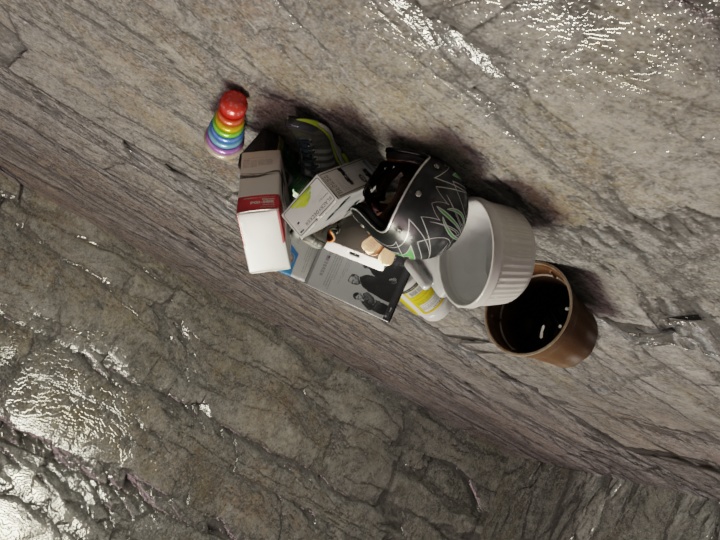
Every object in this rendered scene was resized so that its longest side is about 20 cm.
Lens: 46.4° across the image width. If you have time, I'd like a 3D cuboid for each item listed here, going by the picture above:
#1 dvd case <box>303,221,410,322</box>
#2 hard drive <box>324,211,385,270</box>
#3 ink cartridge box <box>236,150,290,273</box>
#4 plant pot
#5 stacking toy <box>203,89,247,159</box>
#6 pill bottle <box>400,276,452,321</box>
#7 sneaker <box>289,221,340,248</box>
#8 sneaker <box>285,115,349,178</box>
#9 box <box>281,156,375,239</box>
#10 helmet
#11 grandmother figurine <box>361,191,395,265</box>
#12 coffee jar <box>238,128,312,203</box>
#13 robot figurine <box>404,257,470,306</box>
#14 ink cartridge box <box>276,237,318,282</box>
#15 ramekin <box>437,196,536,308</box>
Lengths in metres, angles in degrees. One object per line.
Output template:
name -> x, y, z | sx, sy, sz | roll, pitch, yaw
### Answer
dvd case -> 0.000, 0.000, 1.752 | 0.198, 0.152, 0.025 | 24, 177, 12
hard drive -> 0.024, -0.079, 1.733 | 0.131, 0.200, 0.026 | 21, 127, 12
ink cartridge box -> -0.182, -0.116, 1.615 | 0.082, 0.201, 0.148 | -6, 131, 1
plant pot -> 0.395, 0.110, 1.775 | 0.199, 0.202, 0.198 | 10, 166, 42
stacking toy -> -0.257, -0.294, 1.662 | 0.085, 0.086, 0.200 | 27, 159, -9
pill bottle -> 0.142, 0.041, 2.058 | 0.113, 0.115, 0.200 | 12, 160, 39
sneaker -> -0.073, -0.093, 1.664 | 0.079, 0.074, 0.200 | 38, -151, 0
sneaker -> -0.087, -0.223, 1.603 | 0.073, 0.082, 0.200 | 14, 161, 33
box -> -0.048, -0.138, 1.561 | 0.060, 0.200, 0.117 | 49, 121, 5
helmet -> 0.099, -0.113, 1.486 | 0.190, 0.201, 0.200 | 27, 169, 39
grandmother figurine -> 0.048, -0.096, 1.656 | 0.060, 0.201, 0.121 | -34, 110, 29
coffee jar -> -0.150, -0.201, 1.732 | 0.199, 0.086, 0.104 | 33, 123, -27
robot figurine -> 0.169, -0.027, 1.685 | 0.201, 0.168, 0.113 | 57, 154, 13
ink cartridge box -> -0.068, -0.031, 1.825 | 0.198, 0.147, 0.084 | 21, 175, 12
ramekin -> 0.233, -0.030, 1.536 | 0.104, 0.203, 0.200 | 3, 174, -24
